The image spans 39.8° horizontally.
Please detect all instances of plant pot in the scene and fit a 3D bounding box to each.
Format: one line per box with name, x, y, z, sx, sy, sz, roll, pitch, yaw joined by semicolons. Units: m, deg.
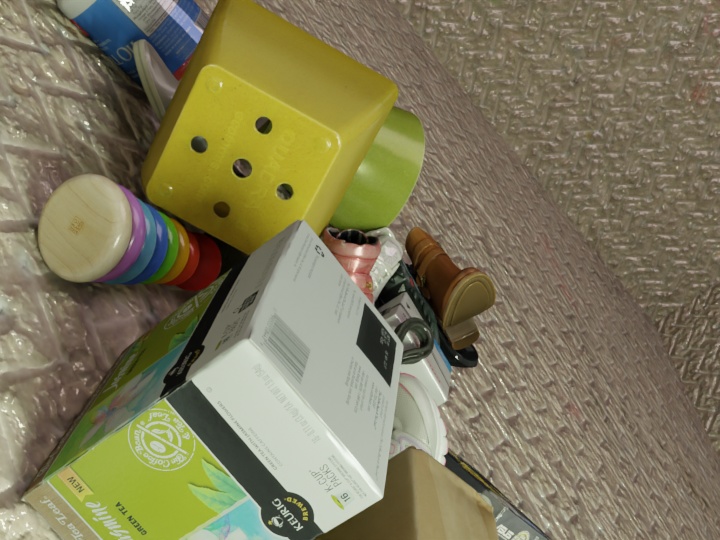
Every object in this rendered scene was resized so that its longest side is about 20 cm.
plant pot;-0.050;-0.162;1.298;0.199;0.187;0.188;23;33;-31
plant pot;-0.097;-0.118;0.929;0.198;0.201;0.177;28;19;-6

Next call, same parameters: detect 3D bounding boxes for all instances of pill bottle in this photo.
pill bottle;-0.256;-0.291;1.077;0.200;0.112;0.113;44;21;-28

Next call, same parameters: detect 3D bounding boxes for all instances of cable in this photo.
cable;0.017;0.103;1.017;0.097;0.050;0.200;44;32;-11

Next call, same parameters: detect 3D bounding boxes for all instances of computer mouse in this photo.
computer mouse;0.107;0.069;1.444;0.201;0.046;0.140;52;24;20

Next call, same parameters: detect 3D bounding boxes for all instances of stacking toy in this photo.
stacking toy;-0.180;-0.019;0.856;0.086;0.085;0.200;61;15;20

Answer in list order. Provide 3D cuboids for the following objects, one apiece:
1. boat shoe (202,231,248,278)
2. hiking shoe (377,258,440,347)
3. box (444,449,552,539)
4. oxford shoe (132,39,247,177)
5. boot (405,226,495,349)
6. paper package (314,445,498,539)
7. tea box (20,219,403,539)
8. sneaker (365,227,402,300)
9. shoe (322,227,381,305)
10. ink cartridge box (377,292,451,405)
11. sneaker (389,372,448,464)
boat shoe;-0.087;0.041;0.986;0.201;0.073;0.063;52;22;14
hiking shoe;0.066;0.059;1.320;0.087;0.074;0.202;44;25;-61
box;0.127;0.250;1.065;0.161;0.049;0.200;41;-2;43
oxford shoe;-0.177;-0.156;1.057;0.201;0.057;0.075;62;8;-20
boot;0.107;0.004;1.309;0.201;0.073;0.156;94;-27;-63
paper package;0.003;0.251;0.655;0.103;0.190;0.201;43;21;-22
tea box;-0.088;0.099;0.685;0.134;0.196;0.200;50;18;-14
sneaker;0.000;0.000;1.219;0.075;0.099;0.201;50;21;-17
shoe;-0.012;0.001;1.044;0.071;0.092;0.200;11;8;-3
ink cartridge box;0.048;0.104;1.153;0.117;0.066;0.200;59;10;-3
sneaker;0.017;0.186;0.880;0.088;0.081;0.203;24;67;-41
